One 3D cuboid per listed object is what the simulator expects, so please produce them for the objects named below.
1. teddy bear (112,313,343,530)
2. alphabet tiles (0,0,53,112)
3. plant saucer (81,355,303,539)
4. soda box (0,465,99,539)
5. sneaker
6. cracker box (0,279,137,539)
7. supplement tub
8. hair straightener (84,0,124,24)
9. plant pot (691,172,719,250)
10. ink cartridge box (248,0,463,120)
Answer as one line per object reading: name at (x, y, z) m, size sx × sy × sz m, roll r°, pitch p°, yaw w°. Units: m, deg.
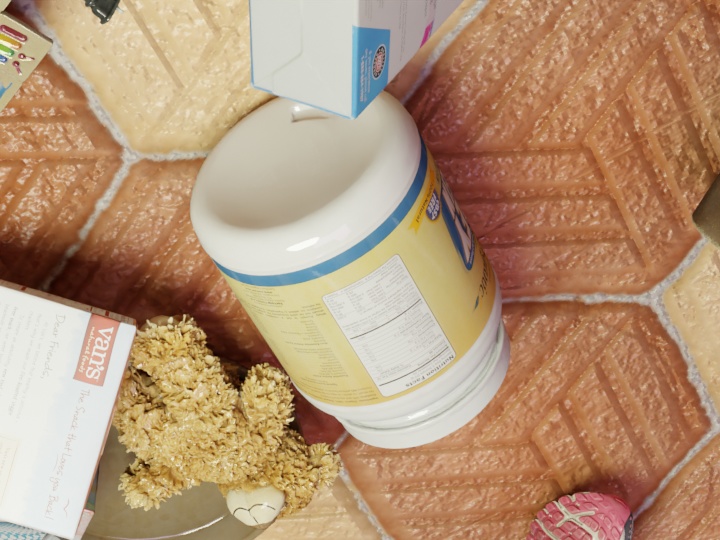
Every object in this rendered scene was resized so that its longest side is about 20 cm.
teddy bear at (-0.100, 0.105, 1.359) m, size 0.145 × 0.067 × 0.200 m, roll -22°, pitch 129°, yaw 5°
alphabet tiles at (-0.276, -0.144, 1.150) m, size 0.200 × 0.006 × 0.166 m, roll 31°, pitch 128°, yaw -20°
plant saucer at (-0.137, 0.128, 1.429) m, size 0.200 × 0.029 × 0.200 m, roll -8°, pitch 129°, yaw -10°
soda box at (-0.270, 0.127, 1.346) m, size 0.200 × 0.064 × 0.068 m, roll 21°, pitch 120°, yaw -15°
sneaker at (0.162, 0.234, 1.572) m, size 0.075 × 0.081 × 0.200 m, roll -11°, pitch 139°, yaw -26°
cracker box at (-0.246, 0.067, 1.261) m, size 0.200 × 0.058 × 0.134 m, roll 17°, pitch 91°, yaw -6°
supplement tub at (0.000, 0.000, 1.290) m, size 0.144 × 0.145 × 0.200 m, roll -26°, pitch 130°, yaw 6°
hair straightener at (-0.137, -0.172, 1.136) m, size 0.200 × 0.041 × 0.077 m, roll -7°, pitch 136°, yaw 22°
plant pot at (0.332, -0.083, 1.315) m, size 0.187 × 0.187 × 0.200 m, roll 15°, pitch 107°, yaw -26°
ink cartridge box at (0.014, -0.186, 1.156) m, size 0.068 × 0.200 × 0.115 m, roll 19°, pitch 131°, yaw 20°
